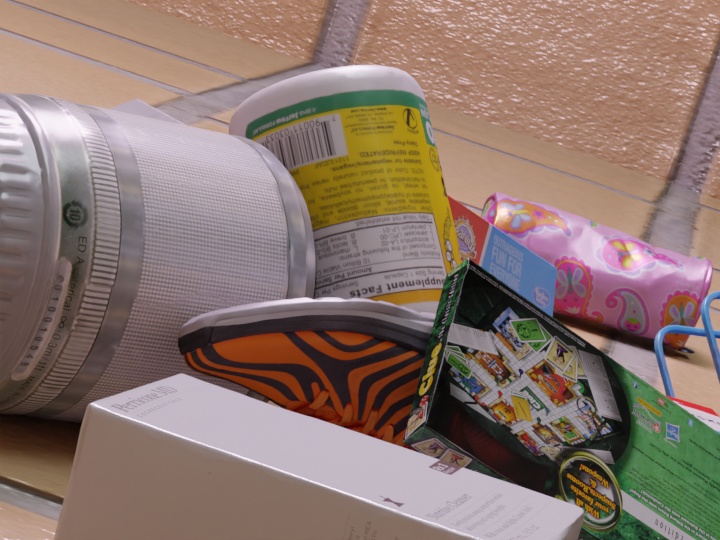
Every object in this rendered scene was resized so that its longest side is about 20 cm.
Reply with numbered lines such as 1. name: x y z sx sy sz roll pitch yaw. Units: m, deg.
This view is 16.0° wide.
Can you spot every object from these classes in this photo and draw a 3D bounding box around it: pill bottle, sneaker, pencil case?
1. pill bottle: 0.000 0.000 1.393 0.113 0.200 0.113 -11 -14 -3
2. sneaker: 0.005 0.076 1.248 0.200 0.112 0.078 7 -12 -26
3. pencil case: 0.186 0.002 2.092 0.200 0.088 0.087 17 10 -6

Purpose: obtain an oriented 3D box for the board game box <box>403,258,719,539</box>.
1. board game box: 0.112 0.088 1.253 0.200 0.023 0.105 35 47 -22

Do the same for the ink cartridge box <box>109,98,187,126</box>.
1. ink cartridge box: -0.150 -0.026 1.503 0.176 0.045 0.200 -25 33 -28

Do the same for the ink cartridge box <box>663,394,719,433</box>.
1. ink cartridge box: 0.159 0.111 1.475 0.116 0.067 0.200 16 10 -14

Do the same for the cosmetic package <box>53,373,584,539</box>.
1. cosmetic package: -0.018 0.115 1.088 0.200 0.081 0.113 19 10 13

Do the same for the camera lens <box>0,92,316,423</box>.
1. camera lens: -0.135 -0.002 1.302 0.200 0.160 0.160 10 13 -39

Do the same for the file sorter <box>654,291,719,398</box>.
1. file sorter: 0.296 0.050 1.575 0.139 0.200 0.123 7 58 -35

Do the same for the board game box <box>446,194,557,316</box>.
1. board game box: -0.001 -0.002 1.582 0.200 0.040 0.153 -1 -17 30
